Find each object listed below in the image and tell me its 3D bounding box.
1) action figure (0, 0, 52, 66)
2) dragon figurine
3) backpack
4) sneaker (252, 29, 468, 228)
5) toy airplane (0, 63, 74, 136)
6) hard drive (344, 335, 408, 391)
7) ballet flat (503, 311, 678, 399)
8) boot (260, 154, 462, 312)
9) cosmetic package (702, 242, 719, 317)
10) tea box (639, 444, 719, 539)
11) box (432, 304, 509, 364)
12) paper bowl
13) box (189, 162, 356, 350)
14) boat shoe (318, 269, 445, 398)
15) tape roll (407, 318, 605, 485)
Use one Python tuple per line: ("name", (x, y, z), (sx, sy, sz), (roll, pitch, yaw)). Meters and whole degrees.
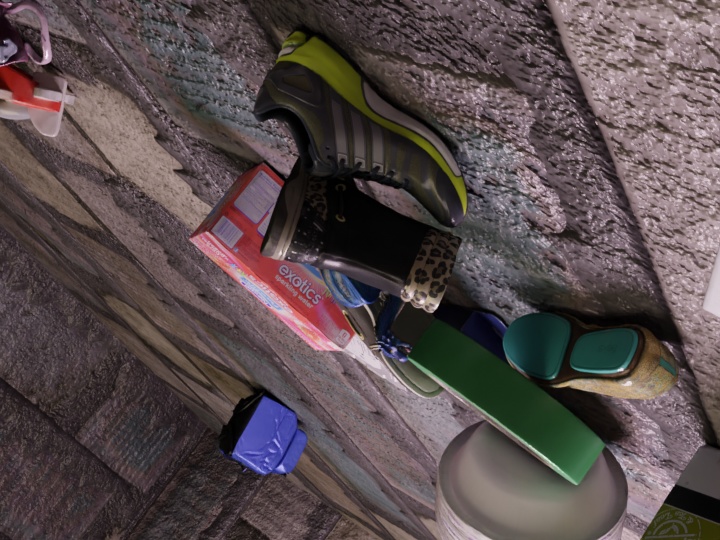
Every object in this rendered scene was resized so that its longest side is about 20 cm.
("action figure", (-0.453, -0.315, 1.311), (0.200, 0.148, 0.135), (41, 133, 55))
("dragon figurine", (0.000, 0.000, 1.111), (0.200, 0.099, 0.059), (47, 163, -9))
("backpack", (-0.220, 0.368, 2.473), (0.167, 0.163, 0.200), (39, 163, -14))
("sneaker", (-0.001, -0.095, 0.897), (0.200, 0.081, 0.074), (39, 164, -2))
("toy airplane", (-0.471, -0.224, 1.448), (0.199, 0.142, 0.199), (28, -173, -44))
("hard drive", (-0.016, 0.070, 1.455), (0.199, 0.038, 0.140), (32, 163, 19))
("ballet flat", (0.197, 0.077, 0.975), (0.071, 0.071, 0.200), (44, 163, -19))
("boot", (0.007, -0.040, 0.953), (0.153, 0.074, 0.204), (21, -155, 0))
("cosmetic package", (0.245, -0.024, 0.577), (0.101, 0.071, 0.200), (31, 163, 23))
("tea box", (0.345, 0.284, 0.963), (0.134, 0.197, 0.199), (46, 161, -27))
("box", (0.113, 0.084, 1.225), (0.121, 0.032, 0.199), (46, 161, -24))
("paper bowl", (0.179, 0.224, 1.179), (0.200, 0.200, 0.105), (27, 131, 33))
("box", (-0.077, -0.012, 1.251), (0.200, 0.103, 0.095), (41, 164, -14))
("boat shoe", (0.023, 0.045, 1.185), (0.202, 0.071, 0.061), (59, 155, 2))
("tape roll", (0.136, 0.123, 1.070), (0.200, 0.048, 0.200), (37, 176, 3))
